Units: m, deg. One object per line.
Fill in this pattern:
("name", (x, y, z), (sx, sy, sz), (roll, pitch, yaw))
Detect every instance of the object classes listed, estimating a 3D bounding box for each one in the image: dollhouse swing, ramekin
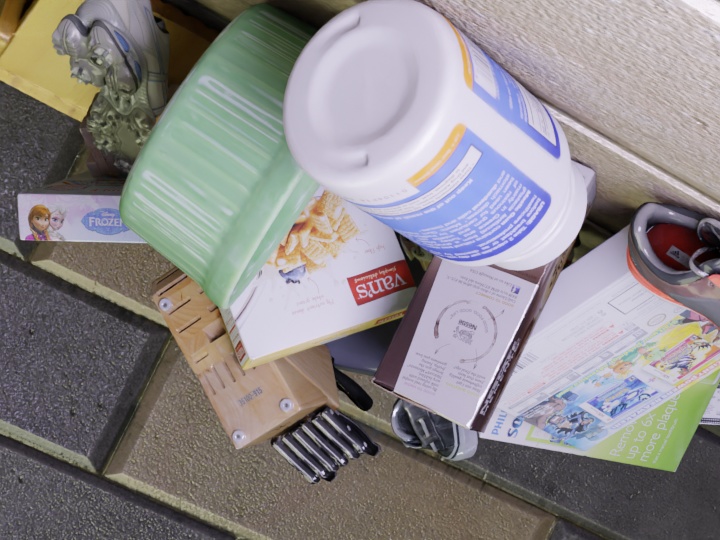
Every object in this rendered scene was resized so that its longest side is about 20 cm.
("dollhouse swing", (-0.206, -0.219, 1.378), (0.200, 0.176, 0.182), (27, -141, -21))
("ramekin", (-0.076, -0.083, 1.062), (0.098, 0.200, 0.200), (34, 178, 1))

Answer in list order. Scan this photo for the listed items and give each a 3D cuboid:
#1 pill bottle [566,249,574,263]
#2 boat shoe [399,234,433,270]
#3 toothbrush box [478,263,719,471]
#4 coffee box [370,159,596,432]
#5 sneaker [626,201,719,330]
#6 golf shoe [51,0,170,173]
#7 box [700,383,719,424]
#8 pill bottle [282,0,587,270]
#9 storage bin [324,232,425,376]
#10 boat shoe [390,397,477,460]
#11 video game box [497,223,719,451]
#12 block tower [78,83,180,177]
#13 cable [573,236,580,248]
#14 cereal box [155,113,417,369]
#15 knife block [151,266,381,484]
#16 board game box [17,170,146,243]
("pill bottle", (0.117, 0.041, 1.510), (0.112, 0.200, 0.112), (27, 177, 1))
("boat shoe", (0.049, -0.055, 1.190), (0.063, 0.073, 0.201), (9, 158, 10))
("toothbrush box", (0.208, 0.083, 1.386), (0.200, 0.146, 0.086), (13, -155, -18))
("coffee box", (0.092, 0.011, 1.129), (0.080, 0.200, 0.113), (26, 177, 11))
("sneaker", (0.254, 0.014, 1.013), (0.200, 0.077, 0.082), (25, 171, 25))
("golf shoe", (-0.169, -0.149, 1.227), (0.078, 0.097, 0.200), (20, 151, 16))
("box", (0.260, 0.096, 1.550), (0.199, 0.044, 0.160), (3, -161, 6))
("pill bottle", (0.053, -0.067, 0.908), (0.112, 0.112, 0.200), (25, 177, 37))
("storage bin", (0.000, 0.000, 1.335), (0.134, 0.200, 0.146), (15, 174, 13))
("boat shoe", (0.059, 0.119, 1.341), (0.071, 0.072, 0.200), (-16, 157, -3))
("video game box", (0.199, 0.056, 1.240), (0.182, 0.200, 0.047), (31, -146, -41))
("block tower", (-0.139, -0.122, 1.316), (0.199, 0.054, 0.058), (-5, 134, 19))
("cable", (0.143, -0.024, 1.326), (0.097, 0.050, 0.200), (-17, 164, 7))
("cereal box", (-0.055, -0.041, 1.181), (0.200, 0.144, 0.040), (67, 160, 11))
("knife block", (-0.065, 0.076, 1.255), (0.200, 0.064, 0.176), (60, -164, 8))
("board game box", (-0.161, -0.058, 1.343), (0.199, 0.041, 0.200), (1, -169, 12))
